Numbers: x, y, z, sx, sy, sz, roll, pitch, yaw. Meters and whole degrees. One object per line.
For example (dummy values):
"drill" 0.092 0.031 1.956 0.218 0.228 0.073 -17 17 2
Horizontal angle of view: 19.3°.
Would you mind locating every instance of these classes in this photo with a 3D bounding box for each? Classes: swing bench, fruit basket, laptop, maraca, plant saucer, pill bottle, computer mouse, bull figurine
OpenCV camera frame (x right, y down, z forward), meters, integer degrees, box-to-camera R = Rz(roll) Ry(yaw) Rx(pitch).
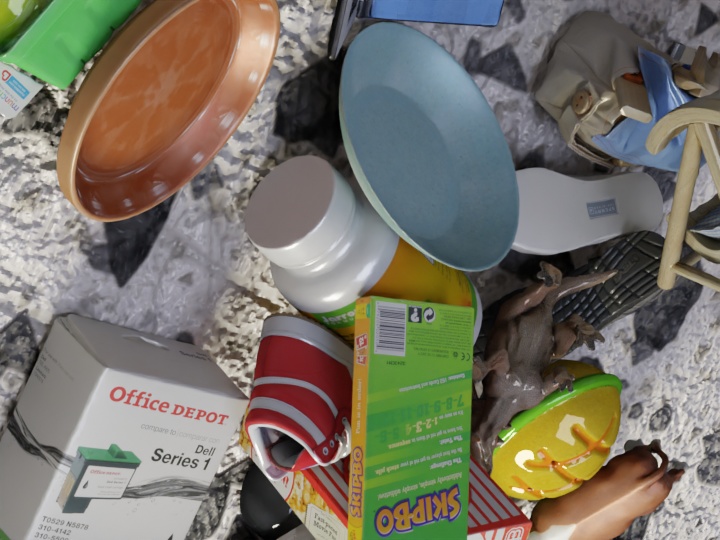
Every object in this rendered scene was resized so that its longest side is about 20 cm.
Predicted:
"swing bench" 0.333 -0.093 1.658 0.198 0.129 0.201 -32 128 -29
"fruit basket" -0.228 -0.222 1.349 0.186 0.094 0.200 -49 125 -3
"laptop" 0.060 -0.252 1.516 0.115 0.200 0.189 13 112 2
"maraca" 0.151 0.149 1.822 0.136 0.107 0.200 -8 148 -36
"plant saucer" 0.042 -0.087 1.587 0.039 0.203 0.200 -26 147 36
"pill bottle" 0.000 0.000 1.620 0.111 0.111 0.200 -49 133 -3
"computer mouse" -0.022 0.213 1.768 0.139 0.053 0.200 -49 133 -1
"plant saucer" -0.135 -0.123 1.458 0.200 0.032 0.201 -42 159 -20
"bull figurine" 0.200 0.210 1.885 0.199 0.065 0.121 -28 -178 29

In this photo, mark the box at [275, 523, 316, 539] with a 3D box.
"box" -0.022 0.285 1.764 0.158 0.049 0.200 -33 139 24

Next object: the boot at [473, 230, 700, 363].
"boot" 0.196 0.032 1.806 0.199 0.070 0.132 -25 171 16

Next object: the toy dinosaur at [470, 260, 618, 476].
"toy dinosaur" 0.124 0.068 1.719 0.086 0.135 0.201 36 70 -8

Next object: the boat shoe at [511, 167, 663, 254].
"boat shoe" 0.160 -0.050 1.741 0.199 0.068 0.073 -13 89 -39

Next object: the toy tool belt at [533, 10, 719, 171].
"toy tool belt" 0.246 -0.129 1.720 0.199 0.123 0.126 13 108 -41

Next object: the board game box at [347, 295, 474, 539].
"board game box" 0.038 0.124 1.560 0.095 0.030 0.202 7 79 -33

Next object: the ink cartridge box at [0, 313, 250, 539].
"ink cartridge box" -0.192 0.150 1.582 0.145 0.084 0.201 15 106 -42

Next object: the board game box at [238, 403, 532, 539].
"board game box" 0.017 0.167 1.667 0.150 0.200 0.047 -7 126 -34

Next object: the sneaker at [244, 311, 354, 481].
"sneaker" -0.006 0.125 1.610 0.199 0.071 0.113 31 57 -26
